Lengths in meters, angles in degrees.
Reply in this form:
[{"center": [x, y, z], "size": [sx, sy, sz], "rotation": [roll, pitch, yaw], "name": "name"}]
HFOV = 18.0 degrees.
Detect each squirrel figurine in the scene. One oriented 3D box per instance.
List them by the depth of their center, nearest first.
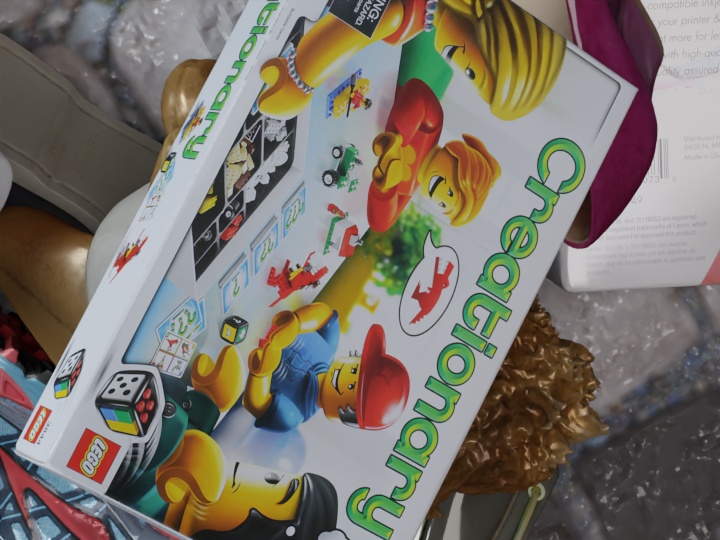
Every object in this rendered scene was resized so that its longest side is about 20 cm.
[{"center": [0.000, 0.000, 0.836], "size": [0.186, 0.141, 0.200], "rotation": [-36, 94, -40], "name": "squirrel figurine"}]

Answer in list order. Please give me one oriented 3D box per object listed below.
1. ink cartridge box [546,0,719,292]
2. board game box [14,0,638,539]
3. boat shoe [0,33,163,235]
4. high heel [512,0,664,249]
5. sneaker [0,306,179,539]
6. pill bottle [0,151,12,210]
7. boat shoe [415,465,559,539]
[{"center": [0.125, -0.097, 0.888], "size": [0.116, 0.068, 0.201], "rotation": [-3, 98, -6], "name": "ink cartridge box"}, {"center": [-0.008, -0.003, 0.720], "size": [0.126, 0.035, 0.201], "rotation": [30, 82, -26], "name": "board game box"}, {"center": [-0.105, -0.016, 0.893], "size": [0.200, 0.073, 0.063], "rotation": [40, 136, -15], "name": "boat shoe"}, {"center": [0.042, -0.102, 0.770], "size": [0.067, 0.096, 0.200], "rotation": [-21, 126, 38], "name": "high heel"}, {"center": [-0.132, 0.081, 0.879], "size": [0.200, 0.079, 0.096], "rotation": [38, 89, -9], "name": "sneaker"}, {"center": [-0.218, -0.078, 0.795], "size": [0.109, 0.109, 0.200], "rotation": [-46, 78, 2], "name": "pill bottle"}, {"center": [0.022, 0.158, 0.910], "size": [0.060, 0.072, 0.203], "rotation": [19, 92, -2], "name": "boat shoe"}]
